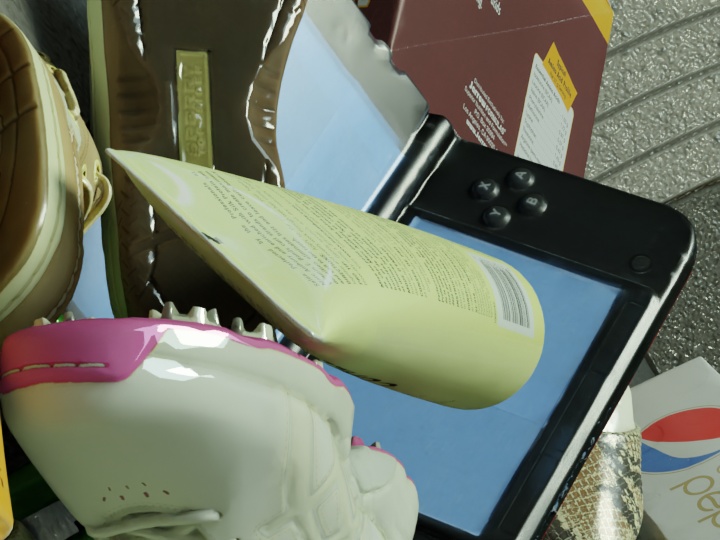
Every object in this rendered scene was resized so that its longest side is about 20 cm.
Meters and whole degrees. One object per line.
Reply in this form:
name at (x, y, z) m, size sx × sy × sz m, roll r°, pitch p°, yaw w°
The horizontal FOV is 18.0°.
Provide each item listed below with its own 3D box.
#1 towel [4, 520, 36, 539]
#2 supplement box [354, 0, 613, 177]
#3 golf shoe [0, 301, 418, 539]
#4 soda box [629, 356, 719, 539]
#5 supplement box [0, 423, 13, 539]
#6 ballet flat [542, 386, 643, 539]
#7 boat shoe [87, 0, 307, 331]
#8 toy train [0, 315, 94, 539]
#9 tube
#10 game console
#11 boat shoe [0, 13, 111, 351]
towel at (-0.073, 0.143, 0.495) m, size 0.149 × 0.036 × 0.200 m, roll 60°, pitch 10°, yaw -9°
supplement box at (0.004, -0.081, 0.988) m, size 0.197 × 0.132 × 0.201 m, roll 48°, pitch 47°, yaw -51°
golf shoe at (-0.032, 0.073, 0.582) m, size 0.200 × 0.075 × 0.092 m, roll 47°, pitch 42°, yaw -59°
soda box at (0.145, 0.104, 0.879) m, size 0.200 × 0.068 × 0.064 m, roll -126°, pitch -166°, yaw -70°
supplement box at (-0.132, -0.007, 0.534) m, size 0.069 × 0.066 × 0.201 m, roll 52°, pitch 13°, yaw -40°
ballet flat at (0.070, 0.044, 0.852) m, size 0.067 × 0.076 × 0.200 m, roll 14°, pitch 12°, yaw -5°
boat shoe at (-0.059, -0.063, 0.711) m, size 0.076 × 0.071 × 0.201 m, roll 145°, pitch -48°, yaw -65°
toy train at (-0.067, 0.096, 0.651) m, size 0.201 × 0.042 × 0.056 m, roll 60°, pitch 20°, yaw -3°
tube at (-0.002, 0.006, 0.647) m, size 0.200 × 0.058 × 0.052 m, roll 21°, pitch 67°, yaw -67°
game console at (0.000, 0.000, 0.761) m, size 0.171 × 0.200 × 0.119 m, roll 19°, pitch -33°, yaw 24°
boat shoe at (-0.106, -0.033, 0.653) m, size 0.066 × 0.074 × 0.200 m, roll 42°, pitch 11°, yaw -34°
